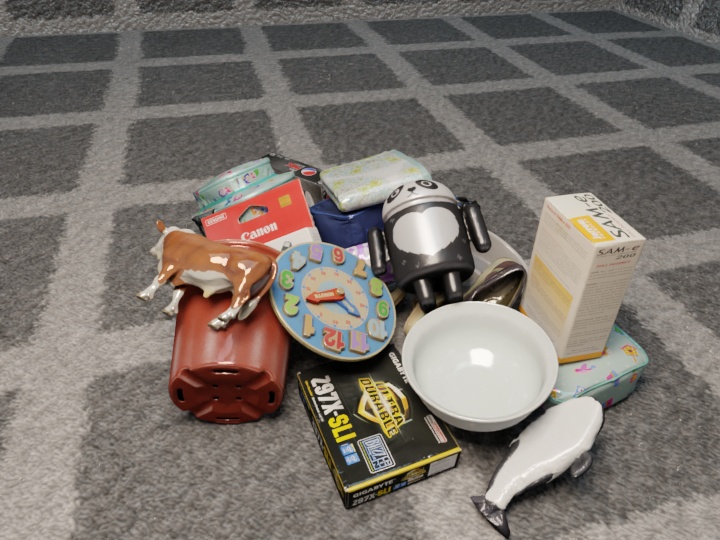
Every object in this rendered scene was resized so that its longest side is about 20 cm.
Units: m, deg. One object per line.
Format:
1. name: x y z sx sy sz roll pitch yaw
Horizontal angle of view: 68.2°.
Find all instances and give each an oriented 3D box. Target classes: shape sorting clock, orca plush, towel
1. shape sorting clock: -0.035 0.038 0.759 0.200 0.039 0.200 17 50 -22
2. orca plush: 0.233 0.247 0.664 0.105 0.071 0.200 18 60 46
3. towel: 0.022 -0.167 0.993 0.171 0.048 0.200 -19 27 -8

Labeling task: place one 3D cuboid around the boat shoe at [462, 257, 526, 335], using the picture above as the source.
1. boat shoe: 0.180 0.065 0.811 0.072 0.200 0.065 40 2 -3

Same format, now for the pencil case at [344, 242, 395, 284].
1. pencil case: 0.000 0.000 0.910 0.200 0.084 0.086 -18 45 3

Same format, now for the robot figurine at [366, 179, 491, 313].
1. robot figurine: 0.102 -0.041 0.808 0.150 0.125 0.200 1 67 -30

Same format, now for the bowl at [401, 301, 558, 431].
1. bowl: 0.158 0.142 0.721 0.201 0.091 0.201 -5 41 5

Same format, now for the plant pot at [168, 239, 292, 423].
1. plant pot: -0.180 0.095 0.757 0.200 0.201 0.196 -1 46 -3

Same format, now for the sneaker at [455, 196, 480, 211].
1. sneaker: 0.168 -0.082 1.044 0.073 0.112 0.200 24 43 27

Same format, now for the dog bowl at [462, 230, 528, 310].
1. dog bowl: 0.214 -0.006 0.928 0.200 0.059 0.200 22 34 -16

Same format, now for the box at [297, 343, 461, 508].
1. box: 0.017 0.202 0.730 0.159 0.049 0.200 -14 41 -17

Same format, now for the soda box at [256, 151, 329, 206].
1. soda box: -0.146 -0.206 1.222 0.200 0.071 0.063 24 42 26

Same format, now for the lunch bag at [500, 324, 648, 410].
1. lunch bag: 0.311 0.135 0.803 0.200 0.077 0.160 -17 40 -22

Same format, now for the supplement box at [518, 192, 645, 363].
1. supplement box: 0.296 0.011 0.735 0.073 0.200 0.126 -7 37 -10

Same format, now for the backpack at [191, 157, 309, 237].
1. backpack: -0.203 -0.124 1.000 0.200 0.151 0.177 -1 25 45

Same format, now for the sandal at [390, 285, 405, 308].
1. sandal: 0.018 0.073 0.863 0.054 0.080 0.200 36 39 7

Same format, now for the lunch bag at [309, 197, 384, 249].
1. lunch bag: 0.014 -0.084 1.030 0.200 0.133 0.136 -29 31 -33

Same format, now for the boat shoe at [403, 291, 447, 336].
1. boat shoe: 0.118 0.058 0.901 0.065 0.072 0.200 17 35 27

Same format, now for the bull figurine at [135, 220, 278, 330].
1. bull figurine: -0.207 0.002 0.681 0.200 0.065 0.122 10 62 19

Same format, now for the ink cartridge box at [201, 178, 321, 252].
1. ink cartridge box: -0.165 -0.035 0.874 0.200 0.177 0.045 -19 1 16
